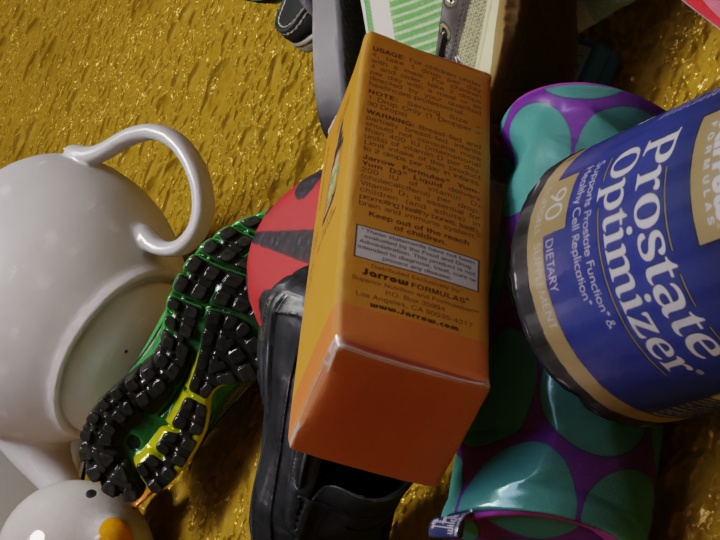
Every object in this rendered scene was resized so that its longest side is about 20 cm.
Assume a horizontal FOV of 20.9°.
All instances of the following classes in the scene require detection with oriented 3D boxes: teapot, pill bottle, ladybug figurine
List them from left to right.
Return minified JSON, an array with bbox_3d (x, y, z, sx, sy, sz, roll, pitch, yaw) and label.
[{"bbox_3d":[-0.172,0.029,1.213,0.146,0.200,0.197,31,63,28],"label":"teapot"},{"bbox_3d":[0.000,0.000,0.955,0.200,0.072,0.136,1,71,62],"label":"ladybug figurine"},{"bbox_3d":[0.152,-0.016,0.680,0.200,0.112,0.112,-25,49,54],"label":"pill bottle"}]

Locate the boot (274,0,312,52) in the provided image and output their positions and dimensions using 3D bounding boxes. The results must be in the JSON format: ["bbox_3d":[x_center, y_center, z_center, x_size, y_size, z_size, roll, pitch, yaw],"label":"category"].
[{"bbox_3d":[-0.041,-0.248,1.166,0.204,0.154,0.073,-61,27,12],"label":"boot"}]

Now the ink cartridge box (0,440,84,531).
[{"bbox_3d":[-0.299,0.132,1.367,0.200,0.147,0.145,-25,49,54],"label":"ink cartridge box"}]

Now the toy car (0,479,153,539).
[{"bbox_3d":[-0.169,0.178,1.121,0.177,0.184,0.200,-35,12,47],"label":"toy car"}]

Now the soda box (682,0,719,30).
[{"bbox_3d":[0.164,-0.127,0.789,0.064,0.070,0.200,-60,28,16],"label":"soda box"}]

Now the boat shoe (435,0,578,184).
[{"bbox_3d":[0.067,-0.143,0.891,0.065,0.073,0.201,22,105,41],"label":"boat shoe"}]

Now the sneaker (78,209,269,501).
[{"bbox_3d":[-0.086,0.039,1.122,0.200,0.078,0.085,-47,2,13],"label":"sneaker"}]

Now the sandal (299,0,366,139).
[{"bbox_3d":[-0.018,-0.167,1.097,0.043,0.076,0.201,-5,81,27],"label":"sandal"}]

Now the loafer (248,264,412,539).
[{"bbox_3d":[-0.009,0.092,0.885,0.070,0.068,0.201,33,134,40],"label":"loafer"}]

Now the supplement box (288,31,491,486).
[{"bbox_3d":[0.016,-0.010,0.804,0.200,0.069,0.067,-87,16,-47],"label":"supplement box"}]

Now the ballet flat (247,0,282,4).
[{"bbox_3d":[-0.019,-0.259,1.253,0.200,0.067,0.070,-58,4,19],"label":"ballet flat"}]

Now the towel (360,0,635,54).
[{"bbox_3d":[0.063,-0.169,0.982,0.200,0.023,0.153,-27,66,50],"label":"towel"}]

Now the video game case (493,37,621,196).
[{"bbox_3d":[0.050,-0.029,0.985,0.200,0.018,0.143,-66,27,3],"label":"video game case"}]

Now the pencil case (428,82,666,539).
[{"bbox_3d":[0.084,0.027,0.805,0.092,0.085,0.200,-13,58,45],"label":"pencil case"}]
